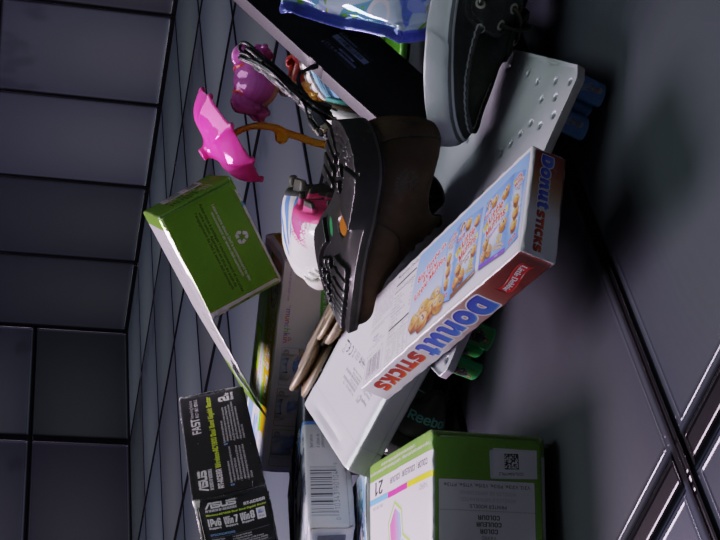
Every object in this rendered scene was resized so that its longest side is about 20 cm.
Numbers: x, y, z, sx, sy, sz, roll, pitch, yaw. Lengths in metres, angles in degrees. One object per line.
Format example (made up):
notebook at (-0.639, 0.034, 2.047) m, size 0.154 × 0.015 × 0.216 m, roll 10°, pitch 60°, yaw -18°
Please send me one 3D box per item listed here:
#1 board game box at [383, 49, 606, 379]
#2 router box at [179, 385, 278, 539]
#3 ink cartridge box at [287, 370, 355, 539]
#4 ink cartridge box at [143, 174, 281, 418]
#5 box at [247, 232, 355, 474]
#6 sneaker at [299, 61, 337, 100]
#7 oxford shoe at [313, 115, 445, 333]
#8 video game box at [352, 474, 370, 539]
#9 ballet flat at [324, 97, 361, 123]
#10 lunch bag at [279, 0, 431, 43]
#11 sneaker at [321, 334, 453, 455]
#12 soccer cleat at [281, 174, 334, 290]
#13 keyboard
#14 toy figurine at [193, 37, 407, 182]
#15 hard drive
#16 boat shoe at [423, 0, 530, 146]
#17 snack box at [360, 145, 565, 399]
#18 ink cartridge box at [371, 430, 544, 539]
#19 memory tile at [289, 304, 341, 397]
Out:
board game box at (0.076, -0.045, 0.930) m, size 0.201 × 0.026 × 0.200 m, roll -67°, pitch 17°, yaw 7°
router box at (-0.106, 0.207, 1.199) m, size 0.200 × 0.062 × 0.151 m, roll -119°, pitch 19°, yaw -68°
ink cartridge box at (-0.036, 0.222, 1.194) m, size 0.199 × 0.043 × 0.201 m, roll -98°, pitch 11°, yaw -57°
ink cartridge box at (-0.115, 0.019, 1.298) m, size 0.201 × 0.075 × 0.148 m, roll 62°, pitch 170°, yaw -11°
box at (-0.042, 0.076, 1.324) m, size 0.112 × 0.100 × 0.202 m, roll -135°, pitch 51°, yaw -72°
sneaker at (0.001, -0.215, 1.154) m, size 0.079 × 0.089 × 0.201 m, roll -56°, pitch -27°, yaw -45°
oxford shoe at (0.017, -0.025, 0.941) m, size 0.201 × 0.084 × 0.073 m, roll 106°, pitch 147°, yaw -55°
video game box at (0.012, 0.263, 1.123) m, size 0.200 × 0.046 × 0.184 m, roll 110°, pitch 159°, yaw -70°
ballet flat at (0.009, -0.102, 1.137) m, size 0.200 × 0.069 × 0.070 m, roll -24°, pitch -60°, yaw -76°
lunch bag at (0.036, -0.264, 1.029) m, size 0.200 × 0.127 × 0.172 m, roll -25°, pitch -50°, yaw -59°
sneaker at (0.028, 0.085, 1.140) m, size 0.080 × 0.075 × 0.200 m, roll -70°, pitch 25°, yaw 11°
soccer cleat at (-0.022, -0.023, 1.090) m, size 0.200 × 0.069 × 0.087 m, roll -130°, pitch 38°, yaw -78°
keyboard at (-0.026, -0.150, 1.045) m, size 0.200 × 0.127 × 0.021 m, roll 43°, pitch 135°, yaw 20°
toy figurine at (-0.058, -0.149, 1.286) m, size 0.150 × 0.182 × 0.202 m, roll -178°, pitch 93°, yaw -76°
hard drive at (0.028, 0.038, 1.055) m, size 0.201 × 0.027 × 0.132 m, roll -62°, pitch 21°, yaw 7°
boat shoe at (0.083, -0.177, 0.924) m, size 0.069 × 0.056 × 0.202 m, roll 38°, pitch -121°, yaw -64°
snack box at (0.056, 0.007, 0.844) m, size 0.200 × 0.024 × 0.072 m, roll -45°, pitch 28°, yaw 53°
ink cartridge box at (0.059, 0.215, 0.900) m, size 0.148 × 0.075 × 0.202 m, roll 131°, pitch 142°, yaw -68°
memory tile at (0.000, 0.000, 1.163) m, size 0.201 × 0.017 × 0.153 m, roll -61°, pitch 2°, yaw 16°
